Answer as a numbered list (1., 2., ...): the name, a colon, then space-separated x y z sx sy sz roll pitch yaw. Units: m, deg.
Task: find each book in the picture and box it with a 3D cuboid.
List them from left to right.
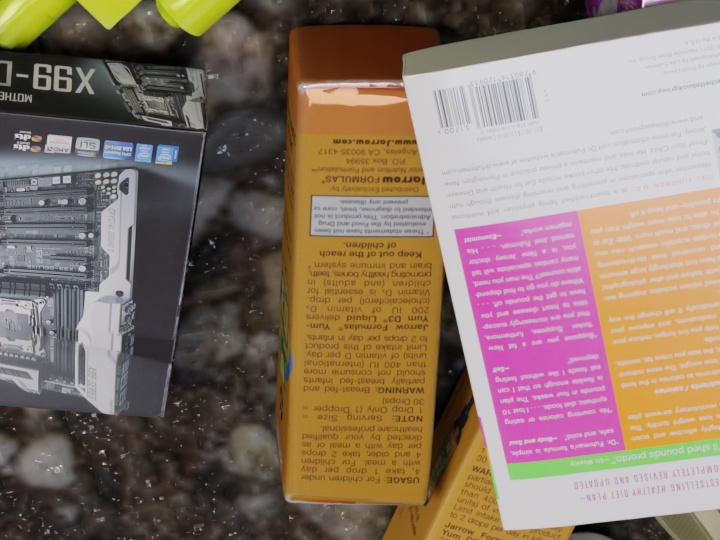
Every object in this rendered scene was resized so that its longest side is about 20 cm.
1. book: 0.100 0.001 1.155 0.133 0.048 0.200 -9 114 7

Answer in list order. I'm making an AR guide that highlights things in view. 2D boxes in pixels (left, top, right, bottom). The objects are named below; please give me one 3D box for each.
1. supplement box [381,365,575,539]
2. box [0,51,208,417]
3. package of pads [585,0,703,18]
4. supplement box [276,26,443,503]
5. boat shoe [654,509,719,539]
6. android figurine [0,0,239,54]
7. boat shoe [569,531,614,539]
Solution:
1. supplement box: 0.055 0.113 1.334 0.069 0.067 0.200 16 115 -13
2. box: -0.171 -0.018 1.241 0.200 0.050 0.158 6 128 -8
3. package of pads: 0.196 -0.107 1.202 0.200 0.121 0.076 2 117 -7
4. supplement box: 0.000 0.000 1.263 0.069 0.067 0.200 -1 117 -4
5. boat shoe: 0.118 0.028 1.241 0.068 0.075 0.200 -40 112 -15
6. android figurine: -0.099 -0.180 1.186 0.200 0.041 0.182 -38 114 16
7. boat shoe: 0.129 0.214 1.389 0.074 0.069 0.200 -21 117 6
